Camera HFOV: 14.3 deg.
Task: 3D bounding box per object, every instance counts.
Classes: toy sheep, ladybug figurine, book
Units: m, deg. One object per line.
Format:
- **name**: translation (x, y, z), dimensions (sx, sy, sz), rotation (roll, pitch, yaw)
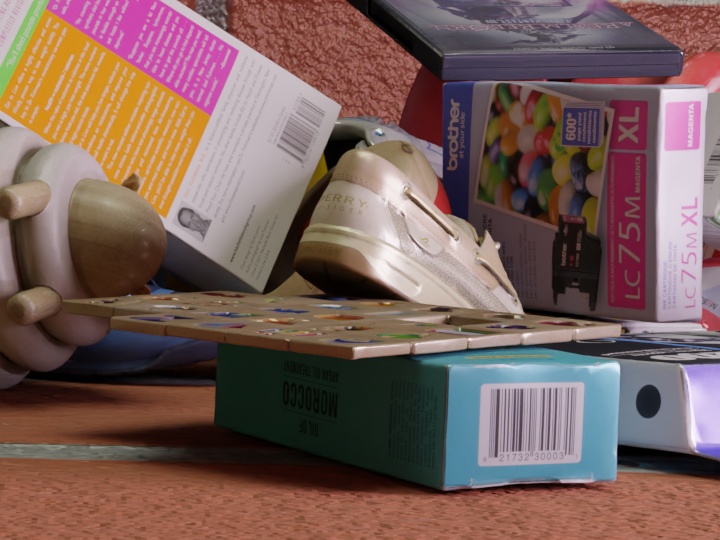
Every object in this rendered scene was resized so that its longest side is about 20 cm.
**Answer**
- **toy sheep**: translation (-0.185, -0.005, 1.360), dimensions (0.199, 0.138, 0.138), rotation (-4, 2, 17)
- **ladybug figurine**: translation (0.000, 0.000, 1.500), dimensions (0.072, 0.136, 0.200), rotation (40, 9, -11)
- **book**: translation (-0.117, -0.085, 1.492), dimensions (0.200, 0.134, 0.048), rotation (33, -34, -14)

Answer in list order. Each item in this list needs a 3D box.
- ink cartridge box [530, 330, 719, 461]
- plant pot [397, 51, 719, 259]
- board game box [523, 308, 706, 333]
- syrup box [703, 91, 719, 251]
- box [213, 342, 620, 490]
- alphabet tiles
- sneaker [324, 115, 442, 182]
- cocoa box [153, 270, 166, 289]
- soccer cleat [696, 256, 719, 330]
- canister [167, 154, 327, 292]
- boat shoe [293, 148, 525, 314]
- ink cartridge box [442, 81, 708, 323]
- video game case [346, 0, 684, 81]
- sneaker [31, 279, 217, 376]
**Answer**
- **ink cartridge box**: translation (0.170, 0.055, 1.253), dimensions (0.198, 0.044, 0.200), rotation (0, 5, -42)
- **plant pot**: translation (0.142, -0.051, 1.735), dimensions (0.182, 0.201, 0.200), rotation (13, 9, 28)
- **board game box**: translation (0.088, 0.035, 1.551), dimensions (0.126, 0.035, 0.200), rotation (1, 4, -19)
- **syrup box**: translation (0.273, -0.022, 1.600), dimensions (0.200, 0.079, 0.081), rotation (27, -7, -19)
- **box**: translation (0.019, 0.051, 1.173), dimensions (0.082, 0.049, 0.200), rotation (0, 5, -29)
- **alphabet tiles**: translation (-0.021, 0.021, 1.183), dimensions (0.200, 0.008, 0.167), rotation (5, 6, 42)
- **sneaker**: translation (0.036, -0.041, 1.625), dimensions (0.200, 0.075, 0.087), rotation (19, 2, 32)
- **cocoa box**: translation (-0.187, -0.059, 1.583), dimensions (0.133, 0.201, 0.131), rotation (-1, 5, -26)
- **soccer cleat**: translation (0.217, 0.036, 1.516), dimensions (0.076, 0.067, 0.200), rotation (-31, 21, -18)
- **canister**: translation (-0.098, -0.034, 1.670), dimensions (0.086, 0.149, 0.200), rotation (-18, 16, -30)
- **boat shoe**: translation (0.042, 0.006, 1.337), dimensions (0.072, 0.065, 0.200), rotation (6, -19, 37)
- **ink cartridge box**: translation (0.098, -0.039, 1.497), dimensions (0.042, 0.120, 0.200), rotation (-3, 5, -37)
- **video game case**: translation (0.084, -0.143, 1.654), dimensions (0.142, 0.019, 0.200), rotation (-2, 18, -16)
- **sneaker**: translation (-0.150, 0.011, 1.452), dimensions (0.199, 0.083, 0.074), rotation (4, 2, 8)
